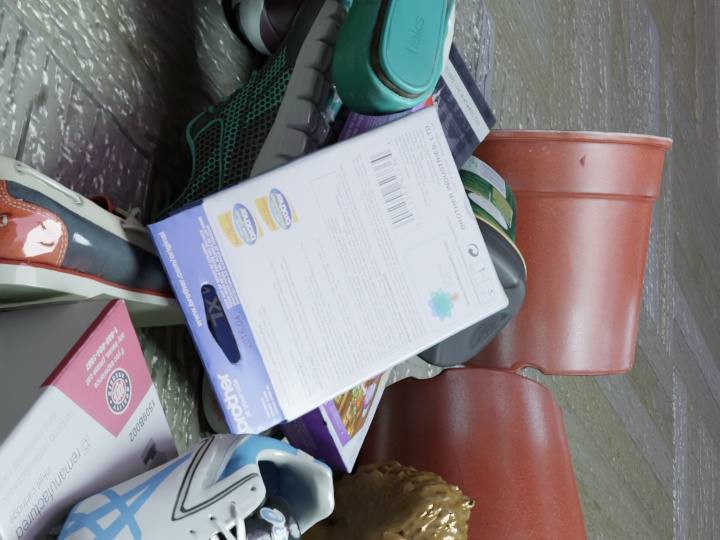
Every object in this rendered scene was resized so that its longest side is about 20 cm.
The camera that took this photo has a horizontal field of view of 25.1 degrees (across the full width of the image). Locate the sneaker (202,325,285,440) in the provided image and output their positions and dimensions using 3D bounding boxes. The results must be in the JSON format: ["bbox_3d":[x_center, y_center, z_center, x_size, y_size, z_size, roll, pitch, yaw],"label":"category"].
[{"bbox_3d":[-0.047,0.008,0.991,0.080,0.071,0.201,32,71,-74],"label":"sneaker"}]

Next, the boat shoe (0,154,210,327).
[{"bbox_3d":[-0.131,-0.008,0.798,0.200,0.071,0.063,19,64,-62],"label":"boat shoe"}]

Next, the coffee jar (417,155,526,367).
[{"bbox_3d":[0.066,-0.010,1.178,0.085,0.104,0.200,40,17,-11],"label":"coffee jar"}]

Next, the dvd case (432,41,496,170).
[{"bbox_3d":[0.005,-0.065,1.076,0.200,0.016,0.149,-52,145,-9],"label":"dvd case"}]

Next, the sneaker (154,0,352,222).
[{"bbox_3d":[-0.059,-0.083,0.936,0.078,0.091,0.201,63,43,-57],"label":"sneaker"}]

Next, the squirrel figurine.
[{"bbox_3d":[0.001,0.212,0.911,0.200,0.141,0.187,-49,142,-27],"label":"squirrel figurine"}]

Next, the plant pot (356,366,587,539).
[{"bbox_3d":[0.075,0.187,1.121,0.201,0.200,0.196,56,27,-50],"label":"plant pot"}]

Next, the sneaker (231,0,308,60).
[{"bbox_3d":[0.002,-0.157,1.101,0.200,0.115,0.076,35,49,-62],"label":"sneaker"}]

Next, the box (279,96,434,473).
[{"bbox_3d":[0.000,0.000,0.950,0.137,0.039,0.201,71,38,-58],"label":"box"}]

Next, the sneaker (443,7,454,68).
[{"bbox_3d":[0.029,-0.214,0.991,0.085,0.072,0.201,146,-57,-62],"label":"sneaker"}]

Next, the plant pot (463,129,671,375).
[{"bbox_3d":[0.158,-0.015,1.368,0.201,0.200,0.196,-2,94,-68],"label":"plant pot"}]

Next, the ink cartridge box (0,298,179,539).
[{"bbox_3d":[-0.135,0.135,0.723,0.147,0.082,0.201,-61,139,-56],"label":"ink cartridge box"}]

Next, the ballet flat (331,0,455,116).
[{"bbox_3d":[0.027,-0.172,0.927,0.067,0.070,0.201,33,60,-26],"label":"ballet flat"}]

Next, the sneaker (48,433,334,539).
[{"bbox_3d":[-0.071,0.118,0.681,0.200,0.072,0.072,-36,118,-64],"label":"sneaker"}]

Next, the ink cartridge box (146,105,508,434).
[{"bbox_3d":[-0.018,0.000,0.840,0.200,0.042,0.120,-26,98,-40],"label":"ink cartridge box"}]
